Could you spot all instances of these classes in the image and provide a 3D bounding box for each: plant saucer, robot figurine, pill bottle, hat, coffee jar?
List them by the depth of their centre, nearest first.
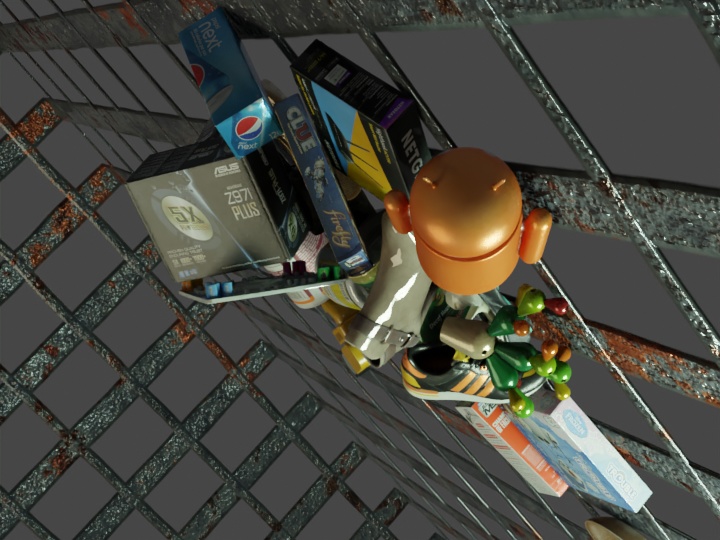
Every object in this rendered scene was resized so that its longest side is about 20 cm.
[{"bbox_3d":[0.110,-0.049,1.201,0.144,0.116,0.200,46,170,21],"label":"robot figurine"},{"bbox_3d":[0.060,0.016,1.598,0.200,0.105,0.085,48,159,-17],"label":"coffee jar"},{"bbox_3d":[-0.057,-0.100,1.657,0.200,0.081,0.201,41,167,11],"label":"hat"},{"bbox_3d":[0.000,0.000,1.729,0.112,0.111,0.200,48,168,-17],"label":"pill bottle"},{"bbox_3d":[0.455,0.469,1.948,0.200,0.037,0.201,42,168,11],"label":"plant saucer"},{"bbox_3d":[-0.118,-0.043,1.967,0.201,0.114,0.114,52,165,-31],"label":"pill bottle"}]

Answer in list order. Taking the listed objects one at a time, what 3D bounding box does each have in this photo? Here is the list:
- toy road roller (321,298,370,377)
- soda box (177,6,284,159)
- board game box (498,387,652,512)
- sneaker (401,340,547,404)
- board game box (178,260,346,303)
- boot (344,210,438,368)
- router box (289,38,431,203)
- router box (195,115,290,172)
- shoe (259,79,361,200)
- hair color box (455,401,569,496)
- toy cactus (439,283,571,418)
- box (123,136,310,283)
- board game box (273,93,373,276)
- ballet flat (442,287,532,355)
[{"bbox_3d":[0.006,0.082,1.973,0.147,0.122,0.200,55,169,3],"label":"toy road roller"},{"bbox_3d":[-0.159,-0.229,1.439,0.064,0.067,0.201,57,-174,-47],"label":"soda box"},{"bbox_3d":[0.300,0.250,1.721,0.200,0.043,0.199,48,166,-14],"label":"board game box"},{"bbox_3d":[0.149,0.124,1.536,0.196,0.071,0.090,-3,150,6],"label":"sneaker"},{"bbox_3d":[-0.143,0.013,1.672,0.200,0.197,0.026,-173,75,-70],"label":"board game box"},{"bbox_3d":[0.032,0.031,1.424,0.070,0.147,0.200,31,166,35],"label":"boot"},{"bbox_3d":[0.011,-0.151,1.328,0.148,0.051,0.201,36,166,29],"label":"router box"},{"bbox_3d":[-0.151,-0.135,1.725,0.201,0.051,0.150,50,-157,-18],"label":"router box"},{"bbox_3d":[-0.071,-0.174,1.545,0.200,0.070,0.054,43,-151,-9],"label":"shoe"},{"bbox_3d":[0.251,0.266,1.894,0.200,0.064,0.111,44,169,-3],"label":"hair color box"},{"bbox_3d":[0.178,0.086,1.418,0.163,0.103,0.202,18,144,19],"label":"toy cactus"},{"bbox_3d":[-0.192,-0.087,1.608,0.197,0.086,0.166,-9,119,26],"label":"box"},{"bbox_3d":[-0.042,-0.099,1.418,0.135,0.034,0.203,47,-160,-82],"label":"board game box"},{"bbox_3d":[0.146,0.037,1.468,0.073,0.073,0.201,26,158,55],"label":"ballet flat"}]
